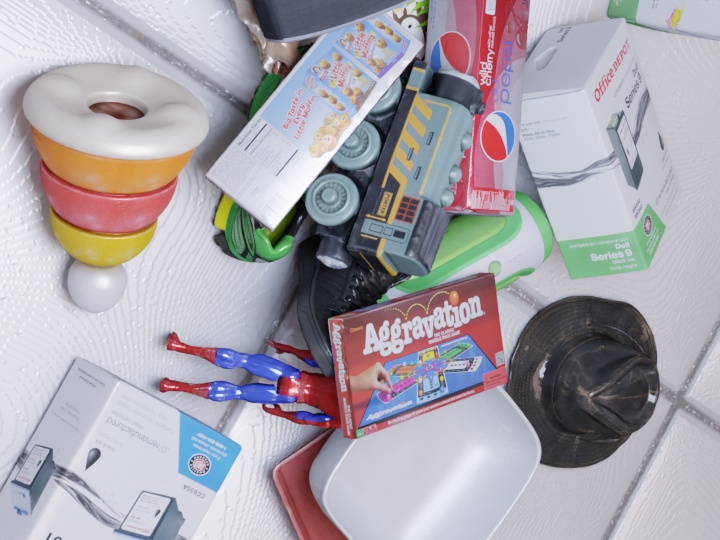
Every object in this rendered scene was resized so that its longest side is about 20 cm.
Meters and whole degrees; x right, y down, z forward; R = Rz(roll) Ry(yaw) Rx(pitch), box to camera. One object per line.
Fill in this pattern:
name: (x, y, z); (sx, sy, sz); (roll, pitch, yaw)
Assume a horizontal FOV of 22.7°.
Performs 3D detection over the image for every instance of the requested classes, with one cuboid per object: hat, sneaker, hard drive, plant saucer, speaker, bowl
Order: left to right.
sneaker: (-0.054, -0.097, 1.541); (0.078, 0.085, 0.200); (17, 91, -35)
sneaker: (0.001, 0.002, 1.556); (0.104, 0.200, 0.060); (-21, 127, 12)
hard drive: (0.004, -0.262, 1.416); (0.200, 0.042, 0.135); (-24, 131, -7)
plant saucer: (0.020, 0.209, 1.701); (0.200, 0.037, 0.200); (-33, 118, -22)
bowl: (0.053, 0.177, 1.648); (0.200, 0.075, 0.200); (-51, 123, -12)
speaker: (0.080, 0.000, 1.655); (0.200, 0.088, 0.088); (-29, 117, -25)
hat: (0.243, 0.122, 1.799); (0.201, 0.081, 0.201); (-10, 109, -31)

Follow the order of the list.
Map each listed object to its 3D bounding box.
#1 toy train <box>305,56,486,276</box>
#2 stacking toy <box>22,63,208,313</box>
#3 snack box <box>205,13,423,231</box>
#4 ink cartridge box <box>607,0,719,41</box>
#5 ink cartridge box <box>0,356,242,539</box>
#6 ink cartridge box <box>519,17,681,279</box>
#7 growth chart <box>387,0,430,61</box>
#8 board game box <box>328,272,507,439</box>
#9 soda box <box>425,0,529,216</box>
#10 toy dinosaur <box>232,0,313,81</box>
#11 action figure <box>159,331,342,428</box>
toy train: (0.032, -0.088, 1.514); (0.085, 0.114, 0.200); (55, 53, -68)
stacking toy: (-0.207, -0.056, 1.449); (0.146, 0.146, 0.200); (-8, 126, -32)
snack box: (-0.037, -0.131, 1.472); (0.072, 0.024, 0.200); (39, 83, -2)
ink cartridge box: (0.340, -0.290, 1.682); (0.084, 0.200, 0.145); (9, 98, -35)
ink cartridge box: (-0.216, 0.197, 1.512); (0.146, 0.086, 0.200); (32, 82, -35)
ink cartridge box: (0.222, -0.115, 1.686); (0.146, 0.084, 0.200); (-58, 132, -47)
growth chart: (0.060, -0.199, 1.620); (0.200, 0.018, 0.145); (-52, 126, -22)
board game box: (0.053, 0.070, 1.547); (0.200, 0.019, 0.103); (-16, 101, -45)
soda box: (0.098, -0.150, 1.587); (0.063, 0.070, 0.200); (4, 92, -44)
toy dinosaur: (-0.073, -0.269, 1.469); (0.136, 0.086, 0.200); (13, 108, -36)
action figure: (-0.070, 0.097, 1.553); (0.200, 0.052, 0.065); (12, 93, 0)
